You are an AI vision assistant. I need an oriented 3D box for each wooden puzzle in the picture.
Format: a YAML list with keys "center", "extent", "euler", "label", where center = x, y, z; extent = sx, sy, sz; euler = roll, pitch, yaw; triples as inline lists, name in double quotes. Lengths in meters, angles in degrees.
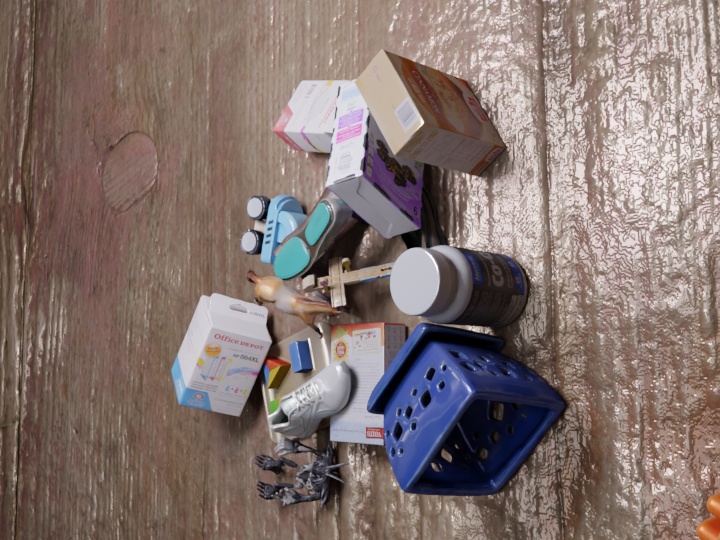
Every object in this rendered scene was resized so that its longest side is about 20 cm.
- center: [-0.119, 0.208, 1.707]
  extent: [0.200, 0.046, 0.186]
  euler: [-27, 67, 40]
  label: "wooden puzzle"

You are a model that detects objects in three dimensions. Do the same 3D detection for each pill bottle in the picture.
- center: [0.143, 0.023, 1.355]
  extent: [0.113, 0.199, 0.114]
  euler: [-6, 81, 44]
  label: "pill bottle"

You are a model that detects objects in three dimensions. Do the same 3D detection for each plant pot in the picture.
- center: [0.139, 0.195, 1.351]
  extent: [0.200, 0.199, 0.180]
  euler: [-58, 43, 24]
  label: "plant pot"

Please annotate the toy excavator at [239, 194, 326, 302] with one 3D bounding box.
- center: [-0.118, -0.037, 1.708]
  extent: [0.199, 0.100, 0.196]
  euler: [11, 94, 35]
  label: "toy excavator"

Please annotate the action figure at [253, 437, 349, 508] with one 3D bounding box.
- center: [-0.114, 0.363, 1.648]
  extent: [0.200, 0.102, 0.119]
  euler: [-19, 61, 44]
  label: "action figure"

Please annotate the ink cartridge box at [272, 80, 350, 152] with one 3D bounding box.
- center: [-0.052, -0.272, 1.642]
  extent: [0.200, 0.067, 0.117]
  euler: [14, 70, 50]
  label: "ink cartridge box"

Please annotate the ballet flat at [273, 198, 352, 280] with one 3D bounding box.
- center: [-0.075, -0.048, 1.560]
  extent: [0.200, 0.064, 0.068]
  euler: [-49, 62, 40]
  label: "ballet flat"

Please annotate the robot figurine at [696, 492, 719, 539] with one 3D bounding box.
- center: [0.483, 0.326, 1.044]
  extent: [0.144, 0.117, 0.200]
  euler: [-51, 47, -7]
  label: "robot figurine"

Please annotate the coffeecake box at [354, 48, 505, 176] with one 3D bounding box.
- center: [0.108, -0.237, 1.419]
  extent: [0.073, 0.199, 0.154]
  euler: [-45, 57, 31]
  label: "coffeecake box"

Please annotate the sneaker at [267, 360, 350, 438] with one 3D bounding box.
- center: [-0.086, 0.224, 1.575]
  extent: [0.200, 0.080, 0.071]
  euler: [-51, 48, 33]
  label: "sneaker"

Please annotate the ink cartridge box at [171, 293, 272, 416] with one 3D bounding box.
- center: [-0.263, 0.153, 1.775]
  extent: [0.201, 0.128, 0.125]
  euler: [-66, 26, 19]
  label: "ink cartridge box"

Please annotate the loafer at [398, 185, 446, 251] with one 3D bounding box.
- center: [0.085, -0.082, 1.522]
  extent: [0.072, 0.063, 0.201]
  euler: [-42, 58, 34]
  label: "loafer"

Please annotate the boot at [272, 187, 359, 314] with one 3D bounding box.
- center: [-0.030, -0.051, 1.622]
  extent: [0.186, 0.064, 0.200]
  euler: [42, 90, 13]
  label: "boot"

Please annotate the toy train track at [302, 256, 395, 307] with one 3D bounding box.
- center: [0.000, 0.000, 1.535]
  extent: [0.199, 0.033, 0.115]
  euler: [-11, 44, 4]
  label: "toy train track"

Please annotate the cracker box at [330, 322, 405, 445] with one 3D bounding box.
- center: [0.012, 0.191, 1.569]
  extent: [0.134, 0.058, 0.201]
  euler: [-6, 81, 47]
  label: "cracker box"

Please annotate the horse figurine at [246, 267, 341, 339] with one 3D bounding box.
- center: [-0.125, 0.053, 1.599]
  extent: [0.199, 0.133, 0.050]
  euler: [30, 72, 10]
  label: "horse figurine"

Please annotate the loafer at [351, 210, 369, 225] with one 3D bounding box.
- center: [0.003, -0.164, 1.584]
  extent: [0.068, 0.070, 0.201]
  euler: [126, 147, -46]
  label: "loafer"

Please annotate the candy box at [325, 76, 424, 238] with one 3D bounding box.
- center: [0.030, -0.181, 1.472]
  extent: [0.071, 0.168, 0.201]
  euler: [-15, 55, 32]
  label: "candy box"
